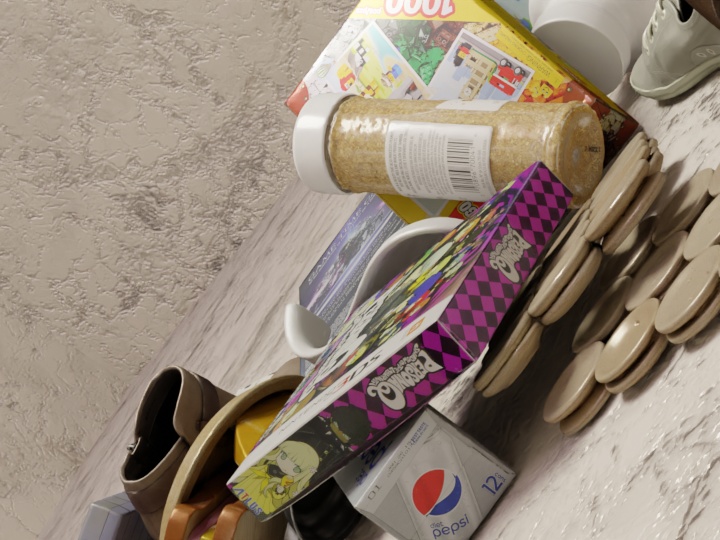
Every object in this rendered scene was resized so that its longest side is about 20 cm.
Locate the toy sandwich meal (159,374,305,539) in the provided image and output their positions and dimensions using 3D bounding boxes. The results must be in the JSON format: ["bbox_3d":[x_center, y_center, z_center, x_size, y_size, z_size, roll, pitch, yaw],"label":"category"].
[{"bbox_3d":[-0.062,0.165,1.219,0.205,0.070,0.205,-37,-43,-44],"label":"toy sandwich meal"}]

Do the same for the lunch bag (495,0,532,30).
[{"bbox_3d":[0.175,-0.291,1.498,0.200,0.170,0.127,-55,6,-1],"label":"lunch bag"}]

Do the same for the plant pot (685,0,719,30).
[{"bbox_3d":[0.214,-0.198,0.927,0.187,0.187,0.200,-49,22,33],"label":"plant pot"}]

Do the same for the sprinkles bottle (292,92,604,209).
[{"bbox_3d":[0.054,-0.078,1.168,0.200,0.068,0.068,6,49,33],"label":"sprinkles bottle"}]

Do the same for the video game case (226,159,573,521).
[{"bbox_3d":[0.026,0.038,1.031,0.181,0.036,0.200,-39,8,35],"label":"video game case"}]

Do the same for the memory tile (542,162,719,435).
[{"bbox_3d":[0.165,-0.009,0.895,0.200,0.017,0.153,-46,11,48],"label":"memory tile"}]

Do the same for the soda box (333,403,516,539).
[{"bbox_3d":[0.027,0.110,1.044,0.068,0.063,0.200,-54,7,-2],"label":"soda box"}]

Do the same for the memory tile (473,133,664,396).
[{"bbox_3d":[0.119,-0.007,1.012,0.153,0.017,0.200,-54,-2,13],"label":"memory tile"}]

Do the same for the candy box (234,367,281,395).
[{"bbox_3d":[-0.109,0.188,1.510,0.200,0.072,0.168,-57,8,-17],"label":"candy box"}]

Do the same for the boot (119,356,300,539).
[{"bbox_3d":[-0.097,0.113,1.295,0.070,0.146,0.200,-8,50,32],"label":"boot"}]

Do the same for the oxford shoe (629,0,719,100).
[{"bbox_3d":[0.208,-0.155,1.135,0.075,0.058,0.200,-58,6,-9],"label":"oxford shoe"}]

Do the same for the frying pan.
[{"bbox_3d":[-0.026,0.160,1.175,0.115,0.031,0.190,4,-83,-60],"label":"frying pan"}]

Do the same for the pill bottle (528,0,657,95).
[{"bbox_3d":[0.188,-0.214,1.342,0.104,0.104,0.200,-45,12,50],"label":"pill bottle"}]

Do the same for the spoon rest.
[{"bbox_3d":[0.023,0.023,1.179,0.200,0.099,0.061,-27,38,44],"label":"spoon rest"}]

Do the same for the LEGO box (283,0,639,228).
[{"bbox_3d":[0.067,-0.107,1.253,0.149,0.200,0.077,-53,-32,12],"label":"LEGO box"}]

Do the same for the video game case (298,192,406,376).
[{"bbox_3d":[0.000,0.000,1.350,0.143,0.019,0.200,-53,14,17],"label":"video game case"}]

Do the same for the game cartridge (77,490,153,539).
[{"bbox_3d":[-0.190,0.253,1.282,0.130,0.038,0.200,-13,-56,-81],"label":"game cartridge"}]
